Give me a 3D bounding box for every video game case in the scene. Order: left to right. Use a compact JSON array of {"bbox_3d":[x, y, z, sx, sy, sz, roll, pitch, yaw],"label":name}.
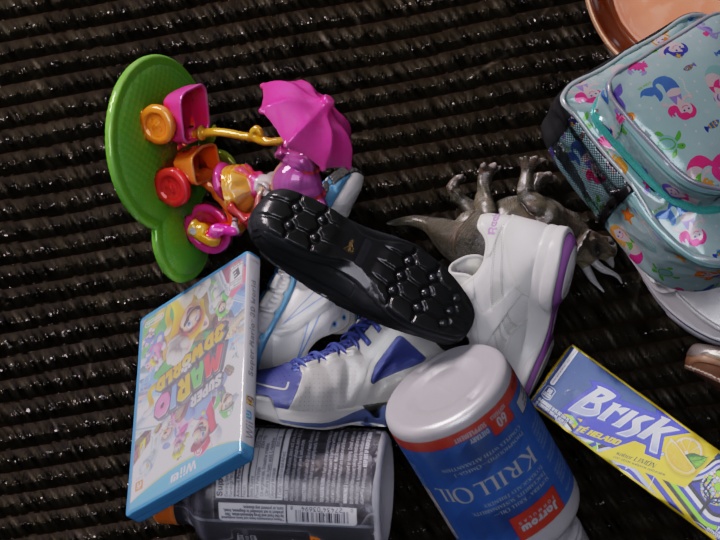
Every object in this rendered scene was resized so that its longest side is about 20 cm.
[{"bbox_3d":[-0.139,0.096,1.615,0.143,0.018,0.200,-31,44,34],"label":"video game case"}]

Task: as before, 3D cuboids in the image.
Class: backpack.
[{"bbox_3d":[0.267,-0.093,1.540,0.177,0.151,0.200,-30,83,-20],"label":"backpack"}]

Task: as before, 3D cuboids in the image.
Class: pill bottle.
[{"bbox_3d":[-0.076,0.183,1.643,0.199,0.106,0.107,2,87,9],"label":"pill bottle"},{"bbox_3d":[0.112,0.168,1.583,0.112,0.112,0.200,-29,116,5],"label":"pill bottle"}]

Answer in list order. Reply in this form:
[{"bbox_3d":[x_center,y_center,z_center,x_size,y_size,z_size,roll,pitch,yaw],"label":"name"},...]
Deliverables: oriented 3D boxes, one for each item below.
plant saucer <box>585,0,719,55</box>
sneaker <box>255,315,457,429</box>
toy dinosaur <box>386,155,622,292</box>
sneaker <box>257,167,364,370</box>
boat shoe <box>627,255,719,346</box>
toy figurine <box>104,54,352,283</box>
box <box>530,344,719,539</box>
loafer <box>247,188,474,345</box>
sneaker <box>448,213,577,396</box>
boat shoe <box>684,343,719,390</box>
[{"bbox_3d":[0.290,-0.252,1.652,0.200,0.032,0.201,0,88,8],"label":"plant saucer"},{"bbox_3d":[-0.003,0.074,1.630,0.199,0.081,0.115,3,93,-16],"label":"sneaker"},{"bbox_3d":[0.120,-0.037,1.643,0.199,0.077,0.103,-3,74,4],"label":"toy dinosaur"},{"bbox_3d":[-0.034,0.009,1.673,0.087,0.075,0.200,26,93,-6],"label":"sneaker"},{"bbox_3d":[0.259,-0.015,1.626,0.074,0.065,0.200,-45,83,3],"label":"boat shoe"},{"bbox_3d":[-0.091,-0.086,1.617,0.184,0.150,0.200,0,109,30],"label":"toy figurine"},{"bbox_3d":[0.239,0.145,1.618,0.200,0.070,0.064,36,90,8],"label":"box"},{"bbox_3d":[0.000,0.000,1.577,0.200,0.070,0.068,29,68,-4],"label":"loafer"},{"bbox_3d":[0.116,0.038,1.618,0.099,0.075,0.200,19,119,11],"label":"sneaker"},{"bbox_3d":[0.354,0.125,1.603,0.200,0.076,0.072,28,93,10],"label":"boat shoe"}]
